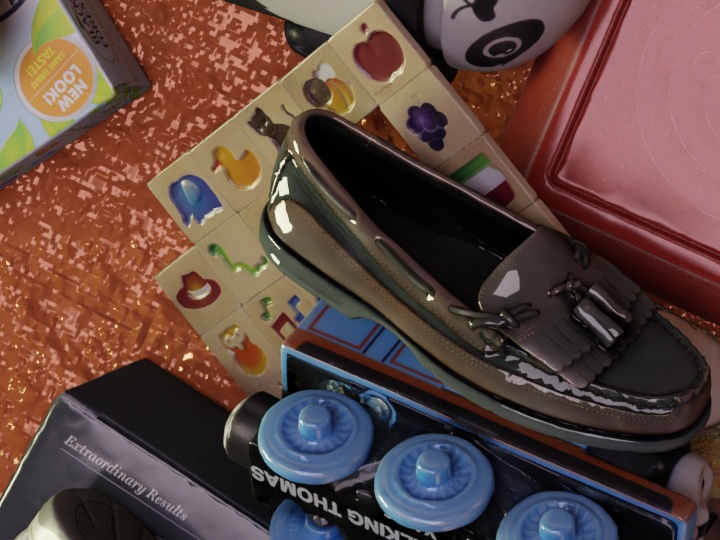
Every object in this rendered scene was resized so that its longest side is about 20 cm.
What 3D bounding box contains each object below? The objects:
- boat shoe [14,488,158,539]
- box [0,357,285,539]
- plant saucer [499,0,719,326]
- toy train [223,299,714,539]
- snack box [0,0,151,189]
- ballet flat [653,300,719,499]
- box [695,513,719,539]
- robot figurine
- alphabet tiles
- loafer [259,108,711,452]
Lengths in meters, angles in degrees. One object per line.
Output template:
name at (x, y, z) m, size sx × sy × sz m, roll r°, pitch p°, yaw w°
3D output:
boat shoe at (-0.073, 0.181, 1.098) m, size 0.065 × 0.074 × 0.202 m, roll -44°, pitch 81°, yaw 21°
box at (-0.098, 0.164, 1.192) m, size 0.148 × 0.107 × 0.200 m, roll 33°, pitch 104°, yaw 9°
plant saucer at (0.169, -0.073, 1.130) m, size 0.199 × 0.037 × 0.201 m, roll 25°, pitch 101°, yaw 11°
toy train at (0.046, 0.079, 1.079) m, size 0.199 × 0.114 × 0.087 m, roll 22°, pitch 141°, yaw 23°
snack box at (-0.205, -0.127, 1.216) m, size 0.142 × 0.053 × 0.200 m, roll -32°, pitch 88°, yaw 17°
ballet flat at (0.098, 0.028, 1.139) m, size 0.200 × 0.071 × 0.071 m, roll 32°, pitch 103°, yaw 11°
box at (0.109, 0.222, 1.173) m, size 0.158 × 0.048 × 0.201 m, roll -20°, pitch 91°, yaw 16°
robot figurine at (0.004, -0.153, 1.118) m, size 0.199 × 0.150 × 0.125 m, roll 18°, pitch 85°, yaw 13°
alphabet tiles at (0.000, 0.000, 1.144) m, size 0.167 × 0.008 × 0.200 m, roll 51°, pitch 134°, yaw -5°
loafer at (0.046, 0.003, 1.058) m, size 0.200 × 0.072 × 0.063 m, roll 27°, pitch 136°, yaw 21°
